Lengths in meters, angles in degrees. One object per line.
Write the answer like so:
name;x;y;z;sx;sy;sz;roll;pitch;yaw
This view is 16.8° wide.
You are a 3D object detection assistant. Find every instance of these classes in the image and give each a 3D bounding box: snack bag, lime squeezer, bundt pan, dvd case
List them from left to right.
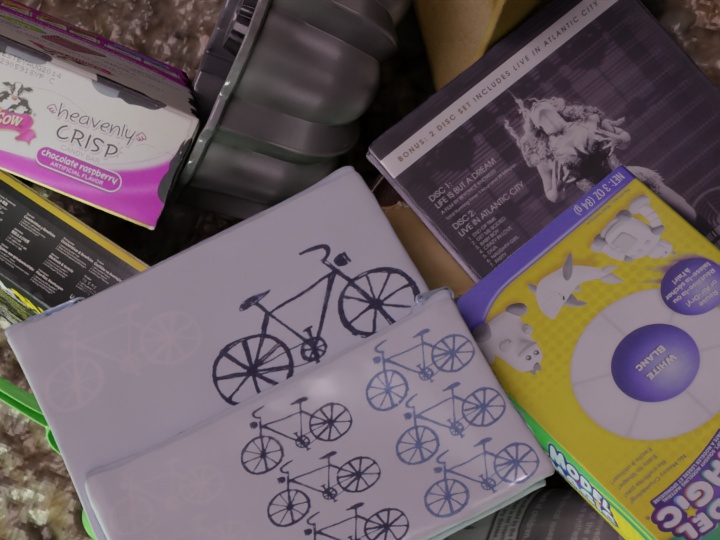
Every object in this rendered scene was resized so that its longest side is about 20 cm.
lime squeezer;-0.144;0.116;1.261;0.038;0.071;0.201;-23;95;27
snack bag;-0.040;0.055;1.055;0.188;0.021;0.200;-26;56;-4
bundt pan;-0.029;-0.111;1.204;0.076;0.202;0.203;23;87;-9
dvd case;0.122;-0.026;1.136;0.149;0.016;0.200;-39;79;-9

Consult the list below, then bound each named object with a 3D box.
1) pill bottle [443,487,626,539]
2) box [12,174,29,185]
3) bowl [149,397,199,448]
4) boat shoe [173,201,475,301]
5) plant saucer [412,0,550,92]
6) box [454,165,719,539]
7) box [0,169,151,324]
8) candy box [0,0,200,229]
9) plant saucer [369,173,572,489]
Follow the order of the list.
pill bottle;0.139;0.153;1.088;0.199;0.114;0.114;-4;76;25
box;-0.305;-0.055;1.334;0.199;0.148;0.105;14;83;27
bowl;-0.051;0.147;1.143;0.108;0.200;0.201;-14;69;54
boat shoe;0.000;0.000;1.171;0.199;0.076;0.072;-12;70;20
plant saucer;0.058;-0.199;1.193;0.048;0.200;0.201;-9;70;-12
box;0.137;0.056;1.047;0.117;0.048;0.200;-39;58;-10
box;-0.139;0.017;1.225;0.200;0.160;0.049;32;76;30
candy box;-0.155;-0.087;1.215;0.136;0.200;0.061;22;97;-9
plant saucer;0.082;0.015;1.193;0.200;0.037;0.201;-7;74;25
